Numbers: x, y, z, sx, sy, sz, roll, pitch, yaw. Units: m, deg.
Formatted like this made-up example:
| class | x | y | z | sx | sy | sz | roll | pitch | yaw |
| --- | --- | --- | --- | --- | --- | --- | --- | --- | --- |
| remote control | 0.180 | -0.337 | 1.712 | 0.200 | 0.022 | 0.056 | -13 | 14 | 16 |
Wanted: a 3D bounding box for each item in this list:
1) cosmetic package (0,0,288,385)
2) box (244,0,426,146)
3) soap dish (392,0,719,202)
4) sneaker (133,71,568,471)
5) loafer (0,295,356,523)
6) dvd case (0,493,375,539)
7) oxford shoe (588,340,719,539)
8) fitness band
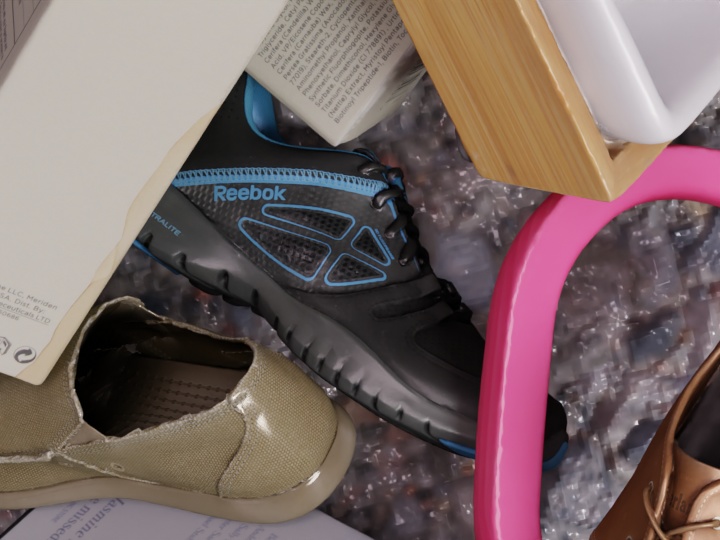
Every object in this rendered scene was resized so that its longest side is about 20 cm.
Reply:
| class | x | y | z | sx | sy | sz | roll | pitch | yaw |
| --- | --- | --- | --- | --- | --- | --- | --- | --- | --- |
| cosmetic package | -0.097 | -0.071 | 0.877 | 0.073 | 0.104 | 0.200 | 24 | 121 | -23 |
| box | -0.051 | -0.142 | 0.942 | 0.200 | 0.068 | 0.082 | 42 | 113 | 5 |
| soap dish | 0.059 | -0.137 | 0.870 | 0.081 | 0.157 | 0.200 | -17 | 107 | 35 |
| sneaker | 0.000 | 0.000 | 0.936 | 0.200 | 0.073 | 0.082 | 35 | 88 | 13 |
| loafer | -0.098 | 0.044 | 0.936 | 0.200 | 0.067 | 0.076 | 1 | 46 | 23 |
| dvd case | -0.062 | 0.132 | 0.888 | 0.200 | 0.018 | 0.143 | 23 | 54 | 40 |
| oxford shoe | 0.100 | 0.092 | 0.823 | 0.071 | 0.071 | 0.200 | 21 | 77 | 23 |
| fitness band | 0.112 | 0.056 | 0.889 | 0.143 | 0.037 | 0.200 | 6 | 84 | -13 |
